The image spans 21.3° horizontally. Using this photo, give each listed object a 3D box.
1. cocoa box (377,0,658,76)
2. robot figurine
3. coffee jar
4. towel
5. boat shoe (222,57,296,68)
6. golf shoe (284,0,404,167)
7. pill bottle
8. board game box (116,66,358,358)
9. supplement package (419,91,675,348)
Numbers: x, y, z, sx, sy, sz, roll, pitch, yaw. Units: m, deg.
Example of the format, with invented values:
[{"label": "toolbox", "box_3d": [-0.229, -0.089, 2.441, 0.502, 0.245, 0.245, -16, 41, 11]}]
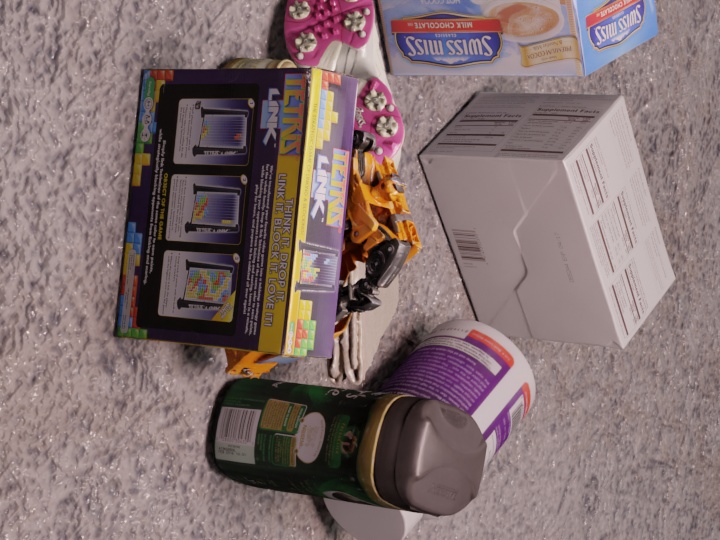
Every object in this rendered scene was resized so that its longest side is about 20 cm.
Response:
[{"label": "cocoa box", "box_3d": [0.127, -0.240, 1.596, 0.133, 0.200, 0.131, -31, 118, -47]}, {"label": "robot figurine", "box_3d": [-0.034, -0.012, 1.389, 0.058, 0.200, 0.145, 13, 50, -45]}, {"label": "coffee jar", "box_3d": [-0.008, 0.133, 1.453, 0.104, 0.200, 0.085, 25, 73, -52]}, {"label": "towel", "box_3d": [0.000, 0.000, 1.530, 0.200, 0.034, 0.133, -59, 149, -69]}, {"label": "boat shoe", "box_3d": [-0.056, -0.070, 1.483, 0.073, 0.063, 0.201, -35, 121, -46]}, {"label": "golf shoe", "box_3d": [-0.013, -0.148, 1.504, 0.092, 0.075, 0.200, 74, 4, -63]}, {"label": "pill bottle", "box_3d": [0.055, 0.139, 1.611, 0.200, 0.111, 0.111, -46, 128, -41]}, {"label": "board game box", "box_3d": [-0.089, -0.043, 1.358, 0.057, 0.165, 0.200, 8, 88, -53]}, {"label": "supplement package", "box_3d": [0.169, -0.047, 1.707, 0.111, 0.156, 0.200, -46, 128, -38]}]
